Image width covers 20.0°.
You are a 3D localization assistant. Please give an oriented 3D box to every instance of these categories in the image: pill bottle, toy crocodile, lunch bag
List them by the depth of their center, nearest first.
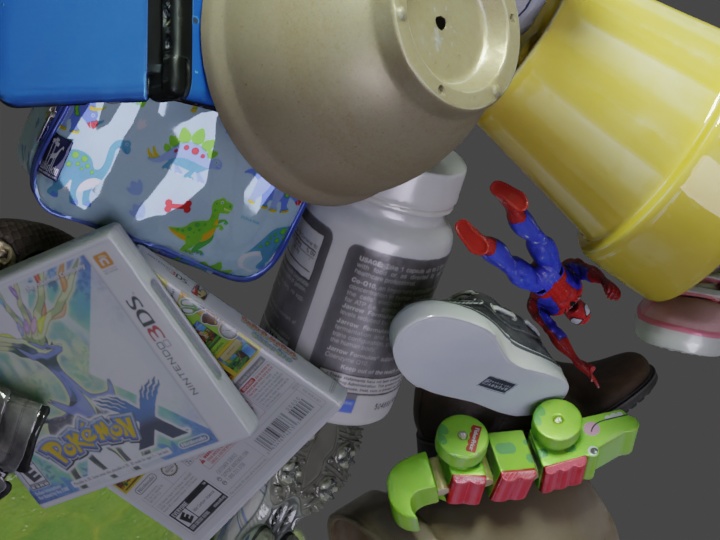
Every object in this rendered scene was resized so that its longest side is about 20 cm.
[{"bbox_3d":[-0.125,-0.094,1.412,0.200,0.082,0.161,24,104,-26],"label":"lunch bag"},{"bbox_3d":[0.000,0.000,1.473,0.114,0.114,0.200,12,112,-21],"label":"pill bottle"},{"bbox_3d":[0.113,0.143,1.508,0.200,0.062,0.068,-9,144,-15],"label":"toy crocodile"}]

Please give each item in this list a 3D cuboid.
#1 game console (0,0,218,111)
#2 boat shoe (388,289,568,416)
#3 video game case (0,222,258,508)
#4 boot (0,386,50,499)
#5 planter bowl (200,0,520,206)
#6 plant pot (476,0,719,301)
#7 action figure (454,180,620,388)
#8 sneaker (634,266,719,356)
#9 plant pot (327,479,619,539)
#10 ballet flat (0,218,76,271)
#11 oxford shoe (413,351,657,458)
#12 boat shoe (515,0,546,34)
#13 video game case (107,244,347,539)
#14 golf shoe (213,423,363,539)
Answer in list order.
[{"bbox_3d":[-0.137,-0.198,1.337,0.171,0.118,0.201,9,78,-48],"label":"game console"},{"bbox_3d":[0.081,0.048,1.470,0.072,0.068,0.200,-36,146,24],"label":"boat shoe"},{"bbox_3d":[-0.199,0.072,1.436,0.200,0.022,0.182,-21,115,29],"label":"video game case"},{"bbox_3d":[-0.272,0.073,1.412,0.131,0.070,0.200,27,139,-3],"label":"boot"},{"bbox_3d":[0.017,-0.149,1.305,0.200,0.135,0.201,9,77,-45],"label":"planter bowl"},{"bbox_3d":[0.187,-0.110,1.439,0.189,0.201,0.201,33,104,-10],"label":"plant pot"},{"bbox_3d":[0.147,0.015,1.501,0.065,0.099,0.200,-46,150,2],"label":"action figure"},{"bbox_3d":[0.253,-0.007,1.512,0.075,0.200,0.105,12,108,15],"label":"sneaker"},{"bbox_3d":[0.101,0.225,1.583,0.173,0.200,0.200,-33,121,-16],"label":"plant pot"},{"bbox_3d":[-0.199,0.019,1.463,0.200,0.046,0.067,25,105,-25],"label":"ballet flat"},{"bbox_3d":[0.137,0.088,1.582,0.200,0.073,0.085,-13,107,-14],"label":"oxford shoe"},{"bbox_3d":[0.099,-0.214,1.372,0.067,0.074,0.200,5,157,-24],"label":"boat shoe"},{"bbox_3d":[-0.136,0.095,1.463,0.182,0.023,0.200,36,127,-11],"label":"video game case"},{"bbox_3d":[-0.071,0.166,1.557,0.078,0.097,0.200,36,74,-40],"label":"golf shoe"}]
